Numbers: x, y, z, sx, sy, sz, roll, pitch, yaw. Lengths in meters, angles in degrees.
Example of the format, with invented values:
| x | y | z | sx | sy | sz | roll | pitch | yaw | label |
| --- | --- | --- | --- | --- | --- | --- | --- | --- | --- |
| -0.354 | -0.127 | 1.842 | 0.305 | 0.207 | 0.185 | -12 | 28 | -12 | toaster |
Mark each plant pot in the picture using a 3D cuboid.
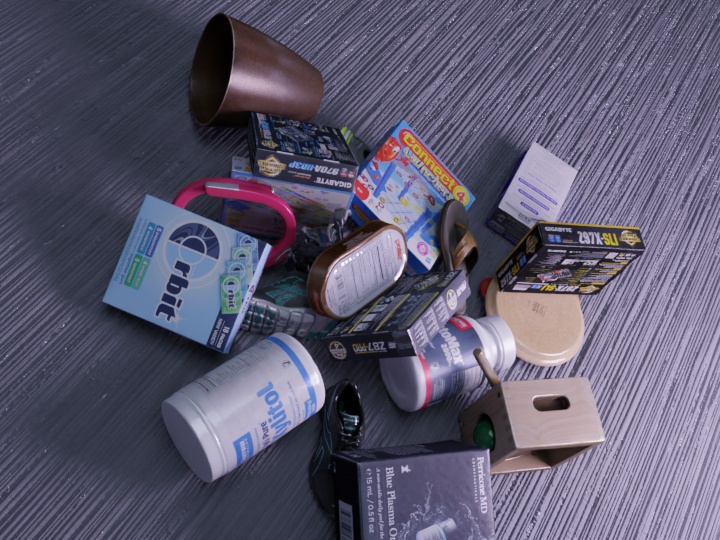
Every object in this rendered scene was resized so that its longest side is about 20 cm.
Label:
| x | y | z | sx | sy | sz | roll | pitch | yaw | label |
| --- | --- | --- | --- | --- | --- | --- | --- | --- | --- |
| -0.171 | -0.327 | 1.383 | 0.198 | 0.187 | 0.189 | 6 | 59 | -34 | plant pot |

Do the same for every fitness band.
| x | y | z | sx | sy | sz | roll | pitch | yaw | label |
| --- | --- | --- | --- | --- | --- | --- | --- | --- | --- |
| -0.199 | -0.071 | 1.236 | 0.197 | 0.145 | 0.038 | 8 | 32 | -14 | fitness band |

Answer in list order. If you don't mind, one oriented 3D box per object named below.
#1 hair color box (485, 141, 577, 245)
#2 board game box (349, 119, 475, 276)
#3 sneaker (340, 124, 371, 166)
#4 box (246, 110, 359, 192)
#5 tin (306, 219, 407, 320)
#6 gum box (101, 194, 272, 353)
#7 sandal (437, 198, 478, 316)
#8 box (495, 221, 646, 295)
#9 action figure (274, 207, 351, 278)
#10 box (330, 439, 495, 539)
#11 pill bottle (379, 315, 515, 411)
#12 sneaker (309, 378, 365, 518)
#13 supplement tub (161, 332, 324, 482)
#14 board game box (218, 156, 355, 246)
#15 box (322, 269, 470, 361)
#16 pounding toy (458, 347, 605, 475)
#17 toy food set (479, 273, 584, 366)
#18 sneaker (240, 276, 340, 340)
| x | y | z | sx | sy | sz | roll | pitch | yaw | label |
| --- | --- | --- | --- | --- | --- | --- | --- | --- | --- |
| 0.328 | -0.141 | 1.513 | 0.109 | 0.065 | 0.201 | 34 | 54 | 0 | hair color box |
| 0.082 | -0.126 | 1.387 | 0.200 | 0.056 | 0.196 | 44 | 55 | -13 | board game box |
| -0.032 | -0.168 | 1.393 | 0.080 | 0.074 | 0.202 | 26 | 58 | -8 | sneaker |
| -0.096 | -0.190 | 1.252 | 0.157 | 0.046 | 0.200 | 8 | 25 | -16 | box |
| 0.000 | 0.000 | 1.218 | 0.042 | 0.113 | 0.199 | 21 | 43 | 39 | tin |
| -0.253 | 0.005 | 1.162 | 0.198 | 0.045 | 0.172 | 22 | 86 | 5 | gum box |
| 0.172 | -0.021 | 1.351 | 0.081 | 0.054 | 0.203 | 16 | 73 | -50 | sandal |
| 0.352 | -0.017 | 1.336 | 0.197 | 0.160 | 0.050 | 2 | 61 | -18 | box |
| -0.048 | -0.035 | 1.266 | 0.199 | 0.118 | 0.103 | 13 | 62 | -41 | action figure |
| 0.072 | 0.344 | 1.080 | 0.197 | 0.117 | 0.200 | -1 | 84 | -21 | box |
| 0.141 | 0.138 | 1.254 | 0.198 | 0.120 | 0.121 | -15 | 68 | -27 | pill bottle |
| -0.031 | 0.253 | 1.151 | 0.074 | 0.079 | 0.202 | 7 | 61 | -16 | sneaker |
| -0.161 | 0.187 | 1.109 | 0.199 | 0.132 | 0.132 | -31 | 76 | -31 | supplement tub |
| -0.122 | -0.108 | 1.284 | 0.197 | 0.135 | 0.035 | 9 | 48 | -16 | board game box |
| 0.058 | 0.067 | 1.217 | 0.200 | 0.160 | 0.050 | -42 | 115 | -50 | box |
| 0.239 | 0.216 | 1.207 | 0.197 | 0.184 | 0.144 | 0 | 62 | -20 | pounding toy |
| 0.302 | 0.076 | 1.391 | 0.196 | 0.049 | 0.202 | 14 | 59 | -12 | toy food set |
| -0.125 | 0.049 | 1.243 | 0.198 | 0.078 | 0.092 | 13 | 49 | -22 | sneaker |
